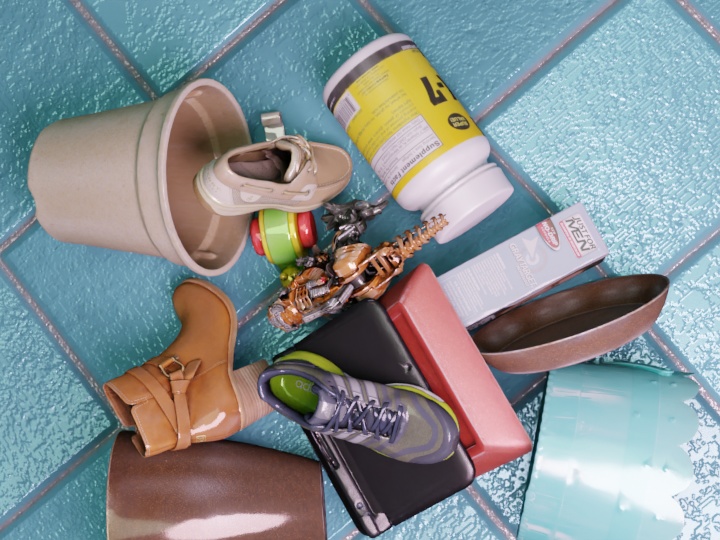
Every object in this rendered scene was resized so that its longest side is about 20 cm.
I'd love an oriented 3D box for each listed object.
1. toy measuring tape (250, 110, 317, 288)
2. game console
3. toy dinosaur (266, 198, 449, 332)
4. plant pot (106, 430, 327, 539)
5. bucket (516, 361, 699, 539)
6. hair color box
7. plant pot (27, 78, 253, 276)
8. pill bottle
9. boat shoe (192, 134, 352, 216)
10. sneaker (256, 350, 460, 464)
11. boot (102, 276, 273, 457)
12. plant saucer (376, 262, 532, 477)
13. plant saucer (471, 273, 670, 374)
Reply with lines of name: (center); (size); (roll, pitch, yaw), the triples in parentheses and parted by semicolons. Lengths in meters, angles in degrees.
toy measuring tape: (-0.087, -0.078, 1.138); (0.074, 0.074, 0.200); (-9, 84, 8)
game console: (0.008, 0.151, 1.061); (0.116, 0.176, 0.200); (-28, 80, -9)
toy dinosaur: (0.000, 0.000, 1.061); (0.200, 0.136, 0.102); (-7, 118, 17)
plant pot: (-0.135, 0.245, 1.071); (0.200, 0.187, 0.187); (-5, 84, -1)
bucket: (0.228, 0.181, 1.001); (0.135, 0.207, 0.207); (12, 86, 10)
hair color box: (0.145, 0.009, 1.078); (0.200, 0.099, 0.061); (-29, 82, 5)
plant pot: (-0.235, -0.095, 1.114); (0.183, 0.200, 0.201); (0, 85, 20)
pill bottle: (0.061, -0.134, 1.098); (0.114, 0.114, 0.200); (-36, 81, 4)
boat shoe: (-0.074, -0.102, 1.082); (0.065, 0.200, 0.072); (-38, 72, 43)
sneaker: (-0.008, 0.130, 0.966); (0.200, 0.081, 0.074); (14, 97, 20)
boot: (-0.189, 0.093, 1.080); (0.155, 0.074, 0.200); (-19, 48, -28)
plant saucer: (0.053, 0.120, 1.044); (0.037, 0.200, 0.200); (-22, 78, -35)
plant saucer: (0.201, 0.054, 1.020); (0.200, 0.200, 0.035); (-20, 96, 7)
